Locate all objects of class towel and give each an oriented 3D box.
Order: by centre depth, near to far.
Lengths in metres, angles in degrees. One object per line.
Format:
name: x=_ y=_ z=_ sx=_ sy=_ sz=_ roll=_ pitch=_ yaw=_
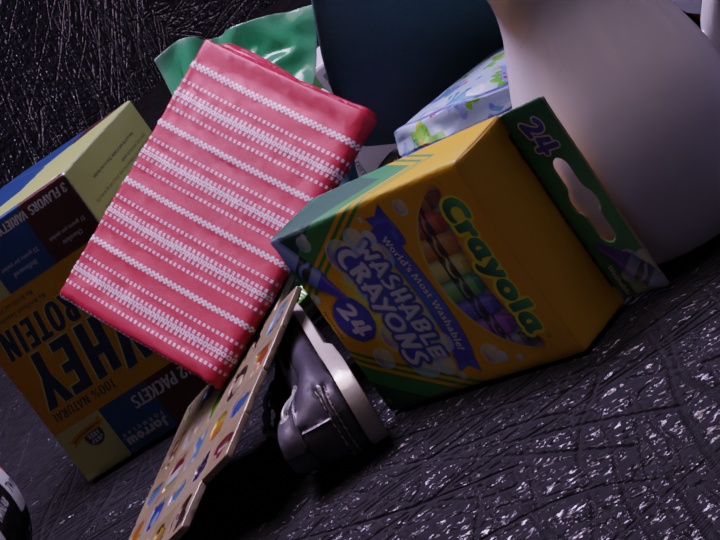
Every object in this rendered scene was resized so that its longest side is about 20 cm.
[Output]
towel: x=-0.089 y=-0.040 z=1.311 sx=0.144 sy=0.022 sz=0.201 roll=27 pitch=83 yaw=31

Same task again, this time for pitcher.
pitcher: x=0.153 y=-0.119 z=1.118 sx=0.171 sy=0.201 sz=0.121 roll=-30 pitch=11 yaw=-1

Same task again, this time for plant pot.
plant pot: x=0.033 y=-0.188 z=1.388 sx=0.140 sy=0.201 sz=0.142 roll=-6 pitch=49 yaw=-1

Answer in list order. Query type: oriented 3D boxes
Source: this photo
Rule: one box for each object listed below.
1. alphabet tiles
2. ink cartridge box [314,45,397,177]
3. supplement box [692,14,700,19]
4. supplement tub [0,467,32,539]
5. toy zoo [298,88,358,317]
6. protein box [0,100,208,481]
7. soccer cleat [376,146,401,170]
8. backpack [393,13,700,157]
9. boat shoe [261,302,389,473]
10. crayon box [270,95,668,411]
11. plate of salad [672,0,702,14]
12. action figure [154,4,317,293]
alphabet tiles: x=-0.092 y=0.097 z=1.255 sx=0.166 sy=0.006 sz=0.201 roll=-47 pitch=16 yaw=48
ink cartridge box: x=0.031 y=-0.129 z=1.625 sx=0.200 sy=0.146 sz=0.084 roll=-39 pitch=13 yaw=-14
supplement box: x=0.176 y=-0.179 z=1.439 sx=0.200 sy=0.125 sz=0.074 roll=-10 pitch=73 yaw=63
supplement tub: x=-0.277 y=0.189 z=1.333 sx=0.122 sy=0.123 sz=0.200 roll=-35 pitch=12 yaw=5
toy zoo: x=-0.054 y=-0.040 z=1.477 sx=0.131 sy=0.201 sz=0.020 roll=-41 pitch=53 yaw=-21
protein box: x=-0.192 y=0.011 z=1.578 sx=0.134 sy=0.201 sz=0.199 roll=-32 pitch=13 yaw=18
soccer cleat: x=0.055 y=-0.053 z=1.374 sx=0.073 sy=0.069 sz=0.200 roll=-23 pitch=-2 yaw=31
backpack: x=0.116 y=-0.083 z=1.278 sx=0.163 sy=0.154 sz=0.200 roll=-7 pitch=41 yaw=56
boat shoe: x=-0.038 y=0.071 z=1.239 sx=0.062 sy=0.073 sz=0.200 roll=-33 pitch=16 yaw=-5
crayon box: x=0.054 y=-0.004 z=1.133 sx=0.199 sy=0.126 sz=0.052 roll=-22 pitch=18 yaw=48
plate of salad: x=0.243 y=-0.180 z=1.249 sx=0.198 sy=0.049 sz=0.200 roll=4 pitch=12 yaw=-1
action figure: x=-0.066 y=-0.066 z=1.355 sx=0.117 sy=0.202 sz=0.055 roll=-18 pitch=-26 yaw=19
